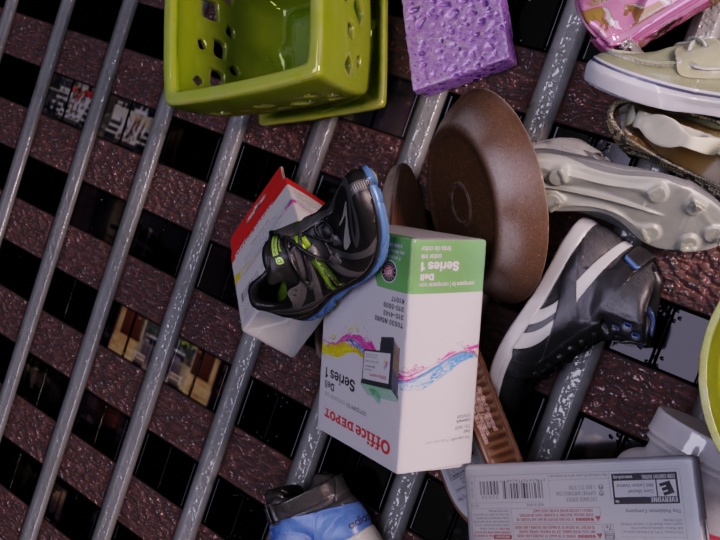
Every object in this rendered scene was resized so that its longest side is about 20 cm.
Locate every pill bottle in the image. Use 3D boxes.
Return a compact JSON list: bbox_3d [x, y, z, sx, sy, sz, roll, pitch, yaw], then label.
[{"bbox_3d":[0.245,0.222,0.732,0.108,0.108,0.202,27,99,29],"label":"pill bottle"}]

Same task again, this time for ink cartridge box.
[{"bbox_3d":[-0.080,-0.017,0.940,0.117,0.067,0.201,-52,27,18],"label":"ink cartridge box"},{"bbox_3d":[0.033,0.064,0.792,0.144,0.083,0.203,14,103,57],"label":"ink cartridge box"}]

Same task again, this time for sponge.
[{"bbox_3d":[0.096,-0.295,0.920,0.110,0.030,0.203,-12,78,29],"label":"sponge"}]

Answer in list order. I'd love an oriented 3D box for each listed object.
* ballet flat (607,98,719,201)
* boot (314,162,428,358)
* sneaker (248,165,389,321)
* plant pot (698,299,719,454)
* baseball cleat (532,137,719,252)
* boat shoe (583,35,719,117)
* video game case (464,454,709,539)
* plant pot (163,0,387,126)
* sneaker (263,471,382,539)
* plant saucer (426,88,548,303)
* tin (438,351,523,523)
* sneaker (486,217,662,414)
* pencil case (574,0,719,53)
[{"bbox_3d":[0.300,-0.102,0.753,0.199,0.075,0.069,29,101,29],"label":"ballet flat"},{"bbox_3d":[0.000,0.000,0.928,0.145,0.070,0.203,-15,70,37],"label":"boot"},{"bbox_3d":[-0.039,-0.014,0.750,0.200,0.082,0.071,-47,51,46],"label":"sneaker"},{"bbox_3d":[0.362,0.080,0.629,0.198,0.192,0.203,-4,82,29],"label":"plant pot"},{"bbox_3d":[0.234,-0.080,0.794,0.198,0.107,0.070,18,124,3],"label":"baseball cleat"},{"bbox_3d":[0.294,-0.168,0.747,0.197,0.072,0.063,13,114,10],"label":"boat shoe"},{"bbox_3d":[0.179,0.245,0.696,0.198,0.022,0.185,-11,76,34],"label":"video game case"},{"bbox_3d":[-0.076,-0.261,0.931,0.197,0.181,0.203,-3,83,30],"label":"plant pot"},{"bbox_3d":[-0.081,0.293,0.933,0.199,0.077,0.112,-38,73,17],"label":"sneaker"},{"bbox_3d":[0.107,-0.065,0.811,0.200,0.036,0.203,168,90,-72],"label":"plant saucer"},{"bbox_3d":[0.097,0.147,0.835,0.112,0.041,0.202,120,132,-63],"label":"tin"},{"bbox_3d":[0.201,0.063,0.796,0.111,0.073,0.202,32,100,29],"label":"sneaker"},{"bbox_3d":[0.292,-0.261,0.772,0.199,0.083,0.087,-30,78,24],"label":"pencil case"}]
